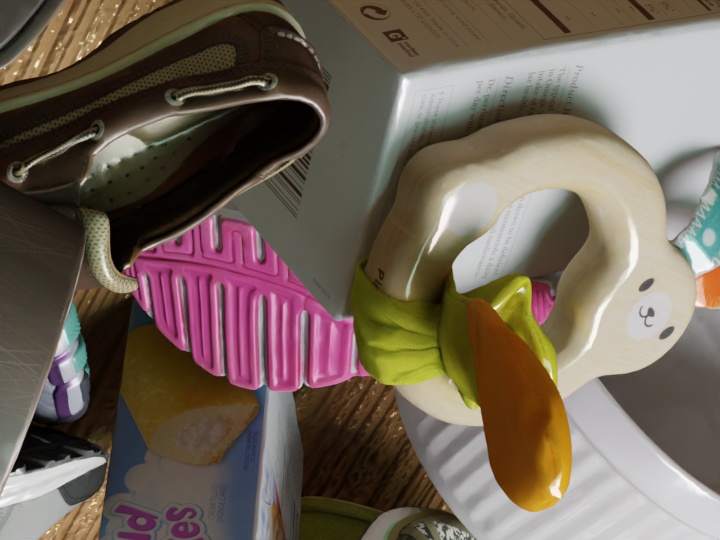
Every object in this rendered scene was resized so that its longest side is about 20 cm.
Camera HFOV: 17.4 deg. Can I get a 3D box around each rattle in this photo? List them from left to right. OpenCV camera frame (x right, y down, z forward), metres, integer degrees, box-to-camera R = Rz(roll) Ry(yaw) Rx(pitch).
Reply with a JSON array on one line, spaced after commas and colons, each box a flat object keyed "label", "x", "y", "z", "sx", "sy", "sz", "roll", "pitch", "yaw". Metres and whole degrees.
[{"label": "rattle", "x": 0.108, "y": 0.017, "z": 0.862, "sx": 0.200, "sy": 0.143, "sz": 0.130, "roll": 8, "pitch": 97, "yaw": -35}]

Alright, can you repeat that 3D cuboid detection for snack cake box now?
[{"label": "snack cake box", "x": -0.066, "y": 0.122, "z": 0.993, "sx": 0.067, "sy": 0.200, "sz": 0.115, "roll": -1, "pitch": 138, "yaw": 4}]

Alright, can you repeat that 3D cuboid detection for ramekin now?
[{"label": "ramekin", "x": 0.106, "y": 0.062, "z": 1.100, "sx": 0.105, "sy": 0.200, "sz": 0.200, "roll": -41, "pitch": 149, "yaw": 25}]

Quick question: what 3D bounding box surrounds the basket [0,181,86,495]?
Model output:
[{"label": "basket", "x": -0.194, "y": 0.003, "z": 0.705, "sx": 0.200, "sy": 0.136, "sz": 0.180, "roll": 20, "pitch": 123, "yaw": -12}]

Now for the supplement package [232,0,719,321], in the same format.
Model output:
[{"label": "supplement package", "x": 0.054, "y": -0.075, "z": 0.930, "sx": 0.200, "sy": 0.117, "sz": 0.117, "roll": -11, "pitch": 133, "yaw": -33}]

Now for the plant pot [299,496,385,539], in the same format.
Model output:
[{"label": "plant pot", "x": 0.006, "y": 0.245, "z": 1.167, "sx": 0.193, "sy": 0.200, "sz": 0.200, "roll": -61, "pitch": 154, "yaw": -20}]

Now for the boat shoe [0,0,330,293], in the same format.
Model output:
[{"label": "boat shoe", "x": -0.102, "y": -0.023, "z": 0.791, "sx": 0.202, "sy": 0.075, "sz": 0.075, "roll": -33, "pitch": 136, "yaw": 0}]

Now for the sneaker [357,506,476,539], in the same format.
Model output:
[{"label": "sneaker", "x": 0.031, "y": 0.157, "z": 1.005, "sx": 0.200, "sy": 0.089, "sz": 0.077, "roll": -32, "pitch": 124, "yaw": -66}]

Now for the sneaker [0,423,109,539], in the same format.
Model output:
[{"label": "sneaker", "x": -0.175, "y": 0.111, "z": 0.891, "sx": 0.200, "sy": 0.074, "sz": 0.079, "roll": -27, "pitch": 121, "yaw": -45}]

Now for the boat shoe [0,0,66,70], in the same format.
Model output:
[{"label": "boat shoe", "x": -0.090, "y": -0.142, "z": 0.768, "sx": 0.200, "sy": 0.068, "sz": 0.072, "roll": -44, "pitch": 111, "yaw": -17}]

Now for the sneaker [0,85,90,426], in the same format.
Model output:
[{"label": "sneaker", "x": -0.161, "y": -0.009, "z": 0.881, "sx": 0.088, "sy": 0.074, "sz": 0.200, "roll": -19, "pitch": 135, "yaw": -8}]

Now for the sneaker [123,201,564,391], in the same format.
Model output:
[{"label": "sneaker", "x": 0.000, "y": 0.000, "z": 0.984, "sx": 0.200, "sy": 0.088, "sz": 0.081, "roll": 11, "pitch": 124, "yaw": -1}]
